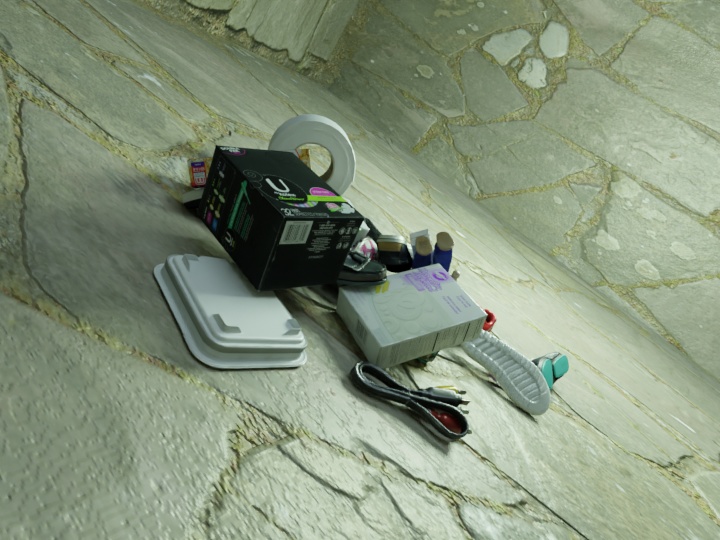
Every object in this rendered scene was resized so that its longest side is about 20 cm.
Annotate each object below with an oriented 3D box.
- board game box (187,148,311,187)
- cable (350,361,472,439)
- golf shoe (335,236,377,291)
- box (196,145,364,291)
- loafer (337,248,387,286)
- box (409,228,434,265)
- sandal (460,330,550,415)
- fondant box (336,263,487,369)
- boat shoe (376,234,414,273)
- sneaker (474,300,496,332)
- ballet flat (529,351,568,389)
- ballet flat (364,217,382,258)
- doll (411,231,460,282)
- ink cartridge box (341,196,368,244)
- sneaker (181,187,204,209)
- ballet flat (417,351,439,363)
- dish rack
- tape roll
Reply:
[{"bbox_3d":[-0.198,-0.180,0.938,0.200,0.046,0.151,-9,10,-13],"label":"board game box"},{"bbox_3d":[0.076,0.191,0.753,0.200,0.050,0.097,14,42,-14],"label":"cable"},{"bbox_3d":[0.000,0.000,1.008,0.092,0.073,0.200,42,28,-3],"label":"golf shoe"},{"bbox_3d":[-0.123,-0.081,0.783,0.148,0.124,0.200,-5,39,-44],"label":"box"},{"bbox_3d":[-0.052,-0.021,0.871,0.200,0.063,0.072,10,22,16],"label":"loafer"},{"bbox_3d":[0.139,0.005,1.051,0.039,0.041,0.200,-91,163,-46],"label":"box"},{"bbox_3d":[0.273,0.186,0.998,0.203,0.082,0.050,46,-19,15],"label":"sandal"},{"bbox_3d":[0.080,0.069,0.861,0.200,0.058,0.144,-12,43,-26],"label":"fondant box"},{"bbox_3d":[0.073,-0.025,1.046,0.075,0.062,0.200,2,-6,15],"label":"boat shoe"},{"bbox_3d":[0.202,0.096,1.055,0.200,0.085,0.077,9,30,-47],"label":"sneaker"},{"bbox_3d":[0.371,0.208,1.087,0.073,0.073,0.200,43,23,26],"label":"ballet flat"},{"bbox_3d":[0.031,-0.060,1.188,0.057,0.066,0.200,39,17,-33],"label":"ballet flat"},{"bbox_3d":[0.126,0.015,0.998,0.136,0.200,0.049,-12,50,-7],"label":"doll"},{"bbox_3d":[-0.100,-0.118,1.093,0.200,0.084,0.145,20,24,-32],"label":"ink cartridge box"},{"bbox_3d":[-0.201,-0.095,0.922,0.200,0.112,0.073,-10,7,-18],"label":"sneaker"},{"bbox_3d":[0.087,0.077,0.954,0.072,0.072,0.200,13,28,-42],"label":"ballet flat"},{"bbox_3d":[-0.164,0.044,0.698,0.172,0.044,0.200,9,30,-46],"label":"dish rack"},{"bbox_3d":[-0.112,-0.248,1.204,0.202,0.203,0.071,25,21,-19],"label":"tape roll"}]
